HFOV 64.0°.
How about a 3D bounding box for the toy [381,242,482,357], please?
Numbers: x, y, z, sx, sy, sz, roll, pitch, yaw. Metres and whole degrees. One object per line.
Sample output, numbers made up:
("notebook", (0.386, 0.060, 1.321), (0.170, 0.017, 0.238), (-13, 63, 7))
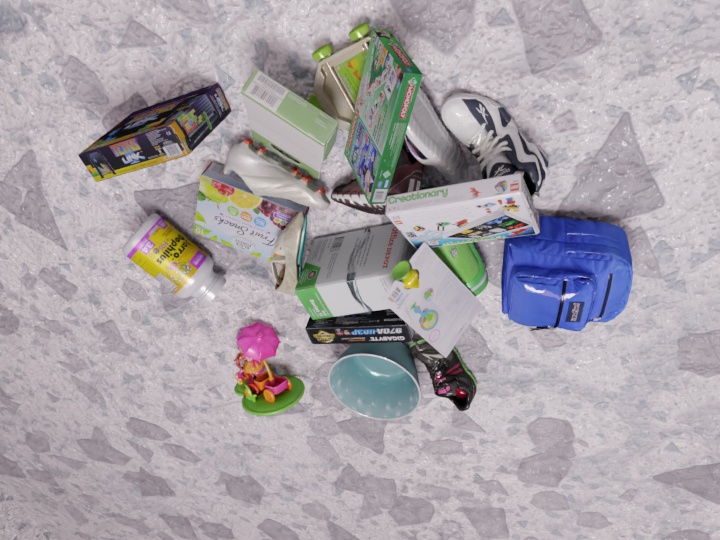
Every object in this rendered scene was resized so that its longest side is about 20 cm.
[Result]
("toy", (0.115, 0.048, 0.969), (0.200, 0.116, 0.047), (43, 172, -40))

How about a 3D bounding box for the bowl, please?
("bowl", (0.039, 0.214, 1.227), (0.199, 0.105, 0.202), (9, 129, 11))

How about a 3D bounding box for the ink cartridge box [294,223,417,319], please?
("ink cartridge box", (0.000, 0.000, 1.042), (0.198, 0.147, 0.083), (-10, 129, 25))

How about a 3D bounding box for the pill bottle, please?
("pill bottle", (-0.374, -0.015, 1.176), (0.200, 0.105, 0.104), (41, 128, -17))

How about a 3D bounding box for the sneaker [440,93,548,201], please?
("sneaker", (0.197, -0.172, 0.853), (0.199, 0.130, 0.079), (41, 126, -16))

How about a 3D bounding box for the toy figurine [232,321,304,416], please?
("toy figurine", (-0.235, 0.204, 1.318), (0.199, 0.150, 0.186), (10, 120, 42))

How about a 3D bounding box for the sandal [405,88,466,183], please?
("sandal", (0.095, -0.201, 0.879), (0.049, 0.083, 0.203), (-11, 137, 39))

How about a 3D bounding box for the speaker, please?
("speaker", (0.148, -0.045, 1.000), (0.088, 0.089, 0.201), (-19, 120, 29))

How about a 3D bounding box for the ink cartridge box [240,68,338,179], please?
("ink cartridge box", (-0.111, -0.224, 0.918), (0.145, 0.048, 0.200), (32, 173, -2))

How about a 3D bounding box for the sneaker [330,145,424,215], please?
("sneaker", (0.036, -0.156, 0.964), (0.199, 0.117, 0.075), (13, 177, 45))

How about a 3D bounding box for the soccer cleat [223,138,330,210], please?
("soccer cleat", (-0.146, -0.153, 1.012), (0.199, 0.069, 0.078), (32, 104, -1))

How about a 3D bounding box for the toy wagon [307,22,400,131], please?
("toy wagon", (-0.014, -0.279, 0.895), (0.199, 0.040, 0.156), (-17, 121, 29))

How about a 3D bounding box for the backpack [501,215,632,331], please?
("backpack", (0.335, 0.015, 0.938), (0.198, 0.169, 0.163), (3, 135, 10))

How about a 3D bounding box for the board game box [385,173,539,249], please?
("board game box", (0.151, -0.082, 0.849), (0.198, 0.035, 0.126), (-6, 155, 25))

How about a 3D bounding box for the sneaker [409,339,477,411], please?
("sneaker", (0.178, 0.216, 1.199), (0.076, 0.084, 0.200), (-31, 114, 34))

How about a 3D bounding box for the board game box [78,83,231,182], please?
("board game box", (-0.336, -0.229, 0.953), (0.198, 0.166, 0.057), (-9, 126, 24))

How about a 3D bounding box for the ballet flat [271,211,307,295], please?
("ballet flat", (-0.133, -0.025, 1.054), (0.062, 0.068, 0.201), (7, 134, -3))

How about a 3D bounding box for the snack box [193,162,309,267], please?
("snack box", (-0.207, -0.101, 1.088), (0.198, 0.053, 0.143), (21, 132, -2))

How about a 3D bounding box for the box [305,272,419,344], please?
("box", (0.011, 0.064, 1.081), (0.198, 0.160, 0.046), (-5, 129, 20))

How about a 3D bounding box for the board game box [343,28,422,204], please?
("board game box", (0.026, -0.216, 0.821), (0.029, 0.135, 0.201), (-2, 134, -20))
